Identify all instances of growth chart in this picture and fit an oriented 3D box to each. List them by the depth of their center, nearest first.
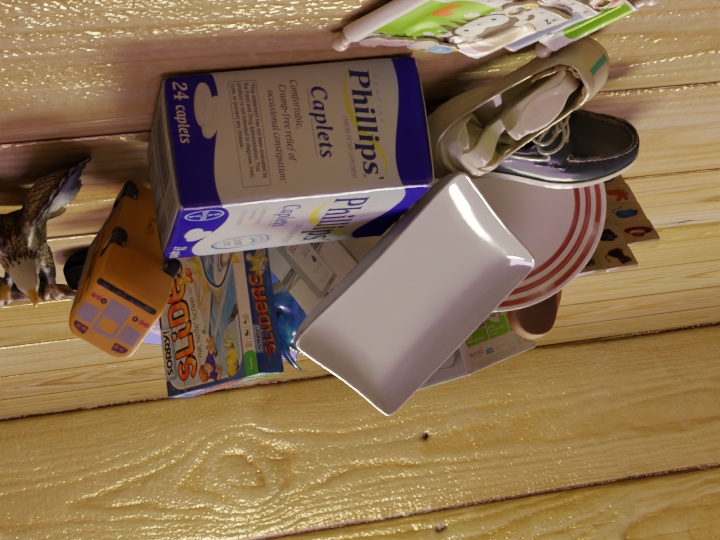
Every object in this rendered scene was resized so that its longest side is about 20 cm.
[{"bbox_3d":[0.092,-0.178,0.986,0.200,0.018,0.145,-2,169,-30],"label":"growth chart"}]

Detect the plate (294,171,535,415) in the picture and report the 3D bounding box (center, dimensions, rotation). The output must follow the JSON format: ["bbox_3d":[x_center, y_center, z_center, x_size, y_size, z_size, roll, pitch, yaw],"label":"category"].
[{"bbox_3d":[0.047,0.019,1.207,0.200,0.032,0.200,-46,146,1],"label":"plate"}]

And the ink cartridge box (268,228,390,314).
[{"bbox_3d":[0.000,0.000,1.356,0.146,0.200,0.083,4,128,-53],"label":"ink cartridge box"}]

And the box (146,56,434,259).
[{"bbox_3d":[-0.062,-0.086,1.116,0.200,0.105,0.184,-7,171,-13],"label":"box"}]

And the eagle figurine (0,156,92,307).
[{"bbox_3d":[-0.305,-0.036,1.215,0.152,0.151,0.200,-47,153,-28],"label":"eagle figurine"}]

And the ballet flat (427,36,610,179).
[{"bbox_3d":[0.112,-0.119,1.114,0.200,0.070,0.069,-34,158,34],"label":"ballet flat"}]

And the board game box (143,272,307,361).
[{"bbox_3d":[-0.150,0.019,1.457,0.200,0.045,0.135,9,123,-16],"label":"board game box"}]

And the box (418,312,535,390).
[{"bbox_3d":[0.112,0.036,1.675,0.097,0.177,0.200,-20,177,30],"label":"box"}]

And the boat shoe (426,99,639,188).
[{"bbox_3d":[0.148,-0.120,1.203,0.200,0.075,0.062,5,147,-2],"label":"boat shoe"}]

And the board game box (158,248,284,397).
[{"bbox_3d":[-0.141,0.012,1.321,0.135,0.200,0.034,-19,166,42],"label":"board game box"}]

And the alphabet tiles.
[{"bbox_3d":[0.199,-0.055,1.397,0.166,0.200,0.006,-9,128,-6],"label":"alphabet tiles"}]

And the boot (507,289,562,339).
[{"bbox_3d":[0.203,-0.023,1.544,0.077,0.200,0.155,5,-179,1],"label":"boot"}]

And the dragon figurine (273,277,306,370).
[{"bbox_3d":[-0.078,0.063,1.404,0.059,0.200,0.099,9,-135,36],"label":"dragon figurine"}]

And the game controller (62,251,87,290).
[{"bbox_3d":[-0.239,0.004,1.599,0.200,0.042,0.104,-1,171,-6],"label":"game controller"}]

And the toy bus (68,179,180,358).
[{"bbox_3d":[-0.202,-0.007,1.220,0.065,0.078,0.200,31,-161,-16],"label":"toy bus"}]

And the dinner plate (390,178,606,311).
[{"bbox_3d":[0.126,-0.057,1.283,0.200,0.200,0.024,-10,-159,3],"label":"dinner plate"}]
